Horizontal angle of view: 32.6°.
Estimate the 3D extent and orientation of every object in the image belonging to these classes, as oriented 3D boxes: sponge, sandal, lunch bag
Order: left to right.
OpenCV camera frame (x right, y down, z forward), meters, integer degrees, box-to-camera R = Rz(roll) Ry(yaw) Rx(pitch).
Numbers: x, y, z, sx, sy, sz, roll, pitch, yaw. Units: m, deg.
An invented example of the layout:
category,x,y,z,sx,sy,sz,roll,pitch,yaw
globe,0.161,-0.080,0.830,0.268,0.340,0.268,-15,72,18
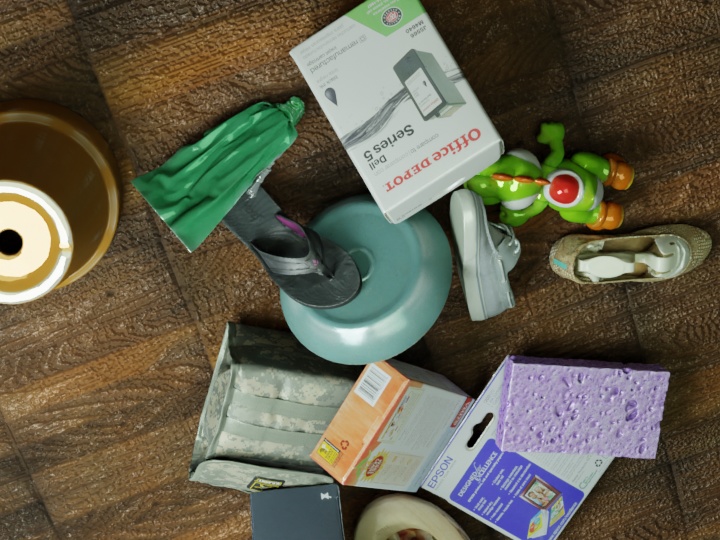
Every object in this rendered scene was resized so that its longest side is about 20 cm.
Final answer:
category,x,y,z,sx,sy,sz,roll,pitch,yaw
lunch bag,-0.099,0.179,1.413,0.161,0.118,0.202,11,115,-15
sandal,-0.084,-0.028,1.317,0.200,0.048,0.076,37,84,21
sponge,0.261,0.162,1.455,0.197,0.030,0.113,4,106,-11

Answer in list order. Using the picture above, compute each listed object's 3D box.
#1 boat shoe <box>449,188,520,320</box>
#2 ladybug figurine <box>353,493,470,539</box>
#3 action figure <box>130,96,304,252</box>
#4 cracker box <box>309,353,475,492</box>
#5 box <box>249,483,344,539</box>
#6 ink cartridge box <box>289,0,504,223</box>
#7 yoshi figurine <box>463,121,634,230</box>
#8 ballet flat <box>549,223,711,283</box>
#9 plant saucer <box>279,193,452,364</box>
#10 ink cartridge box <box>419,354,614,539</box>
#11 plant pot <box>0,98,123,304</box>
category,x,y,z,sx,sy,sz,roll,pitch,yaw
boat shoe,0.142,-0.022,1.369,0.070,0.071,0.202,-14,140,0
ladybug figurine,0.069,0.350,1.514,0.135,0.072,0.201,-36,109,5
action figure,-0.136,-0.118,1.324,0.199,0.055,0.118,-41,68,-7
cracker box,0.040,0.175,1.387,0.135,0.057,0.199,-58,151,4
box,-0.069,0.368,1.423,0.105,0.150,0.202,-4,137,-6
ink cartridge box,0.040,-0.174,1.281,0.144,0.084,0.202,-31,82,4
yoshi figurine,0.197,-0.101,1.379,0.197,0.114,0.112,7,148,-24
ballet flat,0.319,-0.011,1.426,0.196,0.065,0.072,-7,110,-5
plant saucer,0.000,0.000,1.330,0.198,0.202,0.036,-30,151,4
ink cartridge box,0.199,0.220,1.501,0.198,0.043,0.199,31,101,-17
plant pot,-0.348,-0.057,1.260,0.197,0.184,0.203,-2,109,-6
